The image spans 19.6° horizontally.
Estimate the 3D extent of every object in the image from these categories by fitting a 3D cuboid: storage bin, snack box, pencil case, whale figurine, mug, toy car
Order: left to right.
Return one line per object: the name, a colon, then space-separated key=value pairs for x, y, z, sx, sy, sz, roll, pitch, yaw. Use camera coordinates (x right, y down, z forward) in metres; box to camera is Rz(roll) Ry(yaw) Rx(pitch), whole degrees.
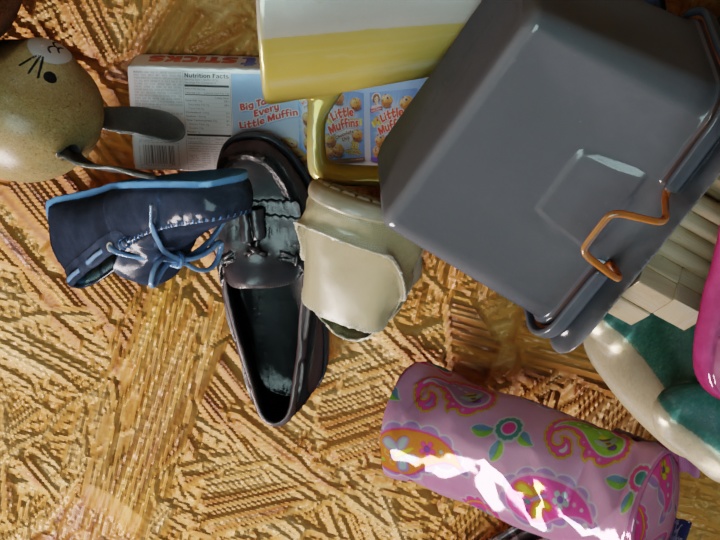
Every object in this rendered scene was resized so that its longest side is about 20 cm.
toy car: x=-0.200 y=-0.117 z=1.242 sx=0.200 sy=0.164 sz=0.158 roll=27 pitch=116 yaw=-3
snack box: x=-0.045 y=-0.097 z=1.313 sx=0.200 sy=0.024 sz=0.072 roll=2 pitch=115 yaw=7
mug: x=0.017 y=-0.161 z=1.225 sx=0.153 sy=0.149 sz=0.187 roll=-2 pitch=137 yaw=-1
pencil case: x=0.111 y=0.122 z=1.326 sx=0.200 sy=0.087 sz=0.087 roll=17 pitch=119 yaw=29
storage bin: x=0.104 y=-0.068 z=1.154 sx=0.134 sy=0.146 sz=0.200 roll=24 pitch=121 yaw=-19
whale figurine: x=0.209 y=0.057 z=1.257 sx=0.159 sy=0.200 sz=0.104 roll=39 pitch=103 yaw=-8

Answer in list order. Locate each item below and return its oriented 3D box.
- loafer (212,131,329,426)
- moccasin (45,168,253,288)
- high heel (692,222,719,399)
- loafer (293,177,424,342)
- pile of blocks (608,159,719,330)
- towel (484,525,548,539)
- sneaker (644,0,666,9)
loafer: x=-0.056 y=0.010 z=1.330 sx=0.072 sy=0.063 sz=0.200 roll=0 pitch=124 yaw=12
moccasin: x=-0.125 y=-0.024 z=1.290 sx=0.080 sy=0.200 sz=0.068 roll=-8 pitch=90 yaw=-32
high heel: x=0.212 y=-0.025 z=1.110 sx=0.067 sy=0.096 sz=0.200 roll=-3 pitch=100 yaw=-12
loafer: x=0.000 y=0.000 z=1.261 sx=0.076 sy=0.200 sz=0.068 roll=19 pitch=79 yaw=12
pile of blocks: x=0.211 y=-0.048 z=1.160 sx=0.062 sy=0.082 sz=0.200 roll=28 pitch=114 yaw=-13
towel: x=0.139 y=0.255 z=1.424 sx=0.166 sy=0.086 sz=0.200 roll=-29 pitch=110 yaw=21
sneaker: x=0.144 y=-0.136 z=1.245 sx=0.082 sy=0.074 sz=0.200 roll=-4 pitch=113 yaw=11
